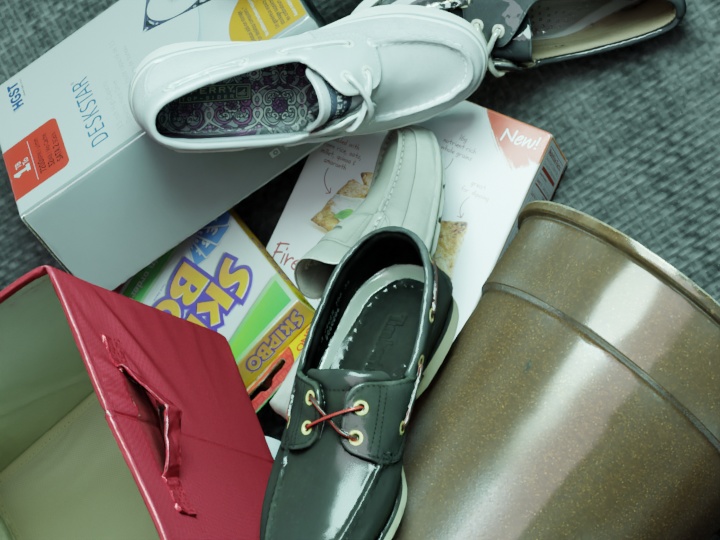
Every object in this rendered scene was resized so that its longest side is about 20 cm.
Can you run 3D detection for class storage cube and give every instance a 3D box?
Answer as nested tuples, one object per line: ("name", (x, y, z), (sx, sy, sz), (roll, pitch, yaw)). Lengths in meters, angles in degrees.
("storage cube", (-0.145, 0.129, 1.111), (0.199, 0.180, 0.172), (-34, 65, 15))

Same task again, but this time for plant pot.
("plant pot", (0.102, 0.103, 1.136), (0.200, 0.200, 0.199), (36, 78, 20))

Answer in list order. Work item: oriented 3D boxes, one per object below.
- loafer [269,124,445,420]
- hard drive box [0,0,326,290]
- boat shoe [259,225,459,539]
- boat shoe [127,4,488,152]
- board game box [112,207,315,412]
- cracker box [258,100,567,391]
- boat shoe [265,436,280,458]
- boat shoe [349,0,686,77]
("loafer", (0.000, 0.000, 1.186), (0.069, 0.070, 0.201), (19, 55, -8))
("hard drive box", (-0.110, -0.099, 1.287), (0.199, 0.077, 0.156), (-35, 35, 5))
("boat shoe", (-0.008, 0.071, 1.070), (0.073, 0.063, 0.202), (5, 57, 26))
("boat shoe", (-0.024, -0.099, 1.177), (0.198, 0.069, 0.073), (-2, 115, -12))
("board game box", (-0.096, 0.013, 1.272), (0.096, 0.030, 0.200), (-47, 45, 5))
("cracker box", (0.019, -0.007, 1.276), (0.133, 0.058, 0.201), (22, 83, 20))
("boat shoe", (-0.121, 0.163, 1.226), (0.090, 0.071, 0.201), (29, 110, -4))
("boat shoe", (0.091, -0.145, 1.263), (0.198, 0.074, 0.061), (-13, 56, -11))
